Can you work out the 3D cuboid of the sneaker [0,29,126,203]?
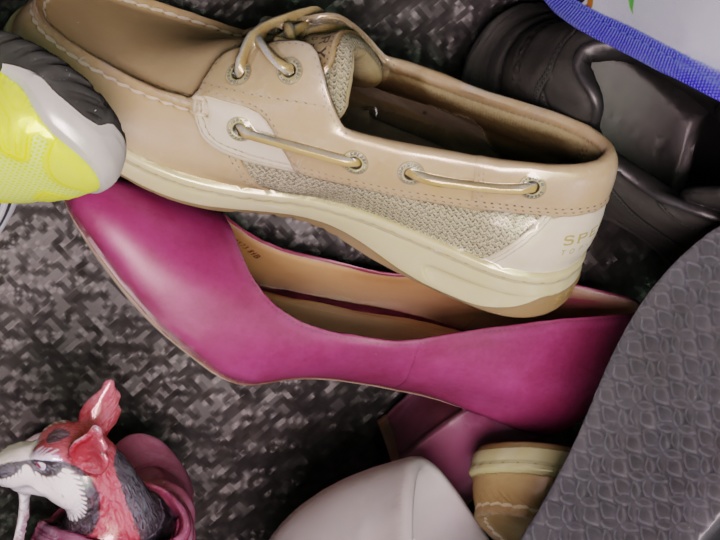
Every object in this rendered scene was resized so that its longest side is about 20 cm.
[{"bbox_3d":[-0.167,-0.036,0.826,0.200,0.076,0.075,6,152,16],"label":"sneaker"}]

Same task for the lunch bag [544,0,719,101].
[{"bbox_3d":[0.124,-0.142,0.804,0.124,0.200,0.170,17,105,-14],"label":"lunch bag"}]

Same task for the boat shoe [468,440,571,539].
[{"bbox_3d":[0.111,0.126,0.927,0.201,0.073,0.063,39,64,-28],"label":"boat shoe"}]

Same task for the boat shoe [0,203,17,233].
[{"bbox_3d":[-0.196,0.011,0.872,0.200,0.068,0.072,-28,109,-1],"label":"boat shoe"}]

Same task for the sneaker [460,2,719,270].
[{"bbox_3d":[0.128,-0.021,0.896,0.200,0.091,0.076,27,84,-18],"label":"sneaker"}]

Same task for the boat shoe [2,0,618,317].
[{"bbox_3d":[-0.016,-0.053,0.855,0.200,0.072,0.065,23,128,5],"label":"boat shoe"}]

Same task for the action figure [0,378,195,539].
[{"bbox_3d":[-0.088,0.124,0.873,0.149,0.134,0.200,33,136,21],"label":"action figure"}]

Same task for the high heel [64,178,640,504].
[{"bbox_3d":[0.000,0.000,0.894,0.200,0.067,0.096,32,110,-36],"label":"high heel"}]

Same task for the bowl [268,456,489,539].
[{"bbox_3d":[0.013,0.178,0.879,0.075,0.200,0.200,-9,149,14],"label":"bowl"}]

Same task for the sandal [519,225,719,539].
[{"bbox_3d":[0.101,0.061,0.844,0.200,0.076,0.043,-53,151,4],"label":"sandal"}]
